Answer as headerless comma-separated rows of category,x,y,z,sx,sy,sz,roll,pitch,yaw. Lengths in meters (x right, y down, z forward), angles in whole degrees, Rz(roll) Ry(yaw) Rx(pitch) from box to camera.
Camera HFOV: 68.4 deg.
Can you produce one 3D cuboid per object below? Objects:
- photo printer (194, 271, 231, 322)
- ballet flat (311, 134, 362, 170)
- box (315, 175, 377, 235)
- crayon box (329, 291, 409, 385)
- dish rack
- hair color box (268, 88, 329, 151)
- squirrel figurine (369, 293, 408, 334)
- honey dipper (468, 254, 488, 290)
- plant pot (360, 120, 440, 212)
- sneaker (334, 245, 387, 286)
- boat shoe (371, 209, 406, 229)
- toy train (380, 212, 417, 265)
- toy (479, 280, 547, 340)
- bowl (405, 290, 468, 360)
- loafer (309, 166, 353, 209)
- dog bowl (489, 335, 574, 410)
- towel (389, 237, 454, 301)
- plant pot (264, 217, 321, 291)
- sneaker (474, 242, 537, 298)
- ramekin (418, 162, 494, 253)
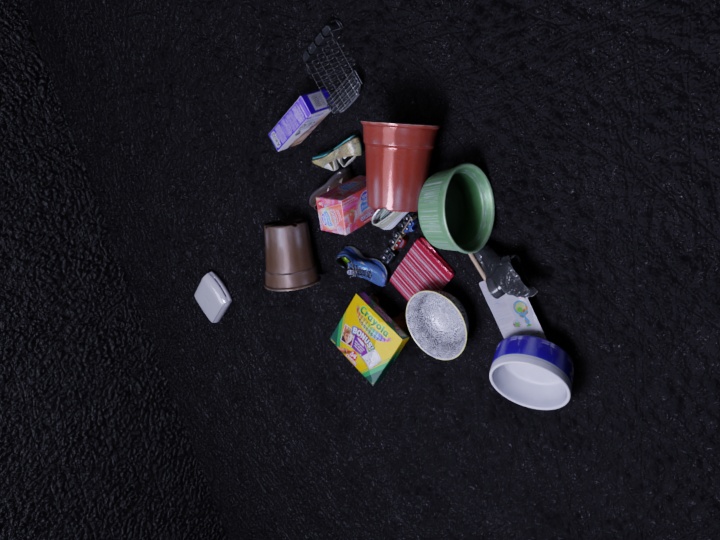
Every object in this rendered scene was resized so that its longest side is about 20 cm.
photo printer,-0.638,0.113,2.302,0.169,0.069,0.200,53,137,8
ballet flat,-0.067,-0.326,1.532,0.196,0.070,0.073,-15,101,44
box,-0.020,-0.185,1.462,0.100,0.198,0.098,12,123,38
crayon box,0.024,0.199,1.562,0.199,0.058,0.176,42,115,23
dish rack,-0.069,-0.541,1.433,0.152,0.054,0.205,-28,93,49
hair color box,-0.173,-0.436,1.544,0.198,0.108,0.066,-28,94,48
squirrel figurine,0.053,0.181,1.635,0.185,0.141,0.204,-33,90,41
honey dipper,0.284,-0.037,1.342,0.204,0.037,0.038,60,138,16
plant pot,0.090,-0.255,1.293,0.196,0.197,0.204,16,110,36
sneaker,0.000,0.000,1.620,0.196,0.088,0.081,28,130,30
boat shoe,0.104,-0.182,1.420,0.201,0.061,0.073,-52,59,33
toy train,0.111,-0.087,1.508,0.046,0.034,0.202,43,134,14
toy,0.390,0.102,1.331,0.114,0.046,0.206,-25,87,46
bowl,0.229,0.133,1.467,0.196,0.093,0.208,21,124,34
loafer,-0.086,-0.230,1.593,0.198,0.072,0.073,-34,87,47
dog bowl,0.420,0.252,1.302,0.193,0.080,0.204,19,144,14
towel,0.173,0.017,1.513,0.145,0.022,0.202,47,137,12
plant pot,-0.236,-0.060,1.750,0.195,0.197,0.207,7,110,40
sneaker,0.342,-0.015,1.273,0.104,0.058,0.207,-38,55,42
ramekin,0.225,-0.144,1.258,0.096,0.197,0.208,2,114,49
